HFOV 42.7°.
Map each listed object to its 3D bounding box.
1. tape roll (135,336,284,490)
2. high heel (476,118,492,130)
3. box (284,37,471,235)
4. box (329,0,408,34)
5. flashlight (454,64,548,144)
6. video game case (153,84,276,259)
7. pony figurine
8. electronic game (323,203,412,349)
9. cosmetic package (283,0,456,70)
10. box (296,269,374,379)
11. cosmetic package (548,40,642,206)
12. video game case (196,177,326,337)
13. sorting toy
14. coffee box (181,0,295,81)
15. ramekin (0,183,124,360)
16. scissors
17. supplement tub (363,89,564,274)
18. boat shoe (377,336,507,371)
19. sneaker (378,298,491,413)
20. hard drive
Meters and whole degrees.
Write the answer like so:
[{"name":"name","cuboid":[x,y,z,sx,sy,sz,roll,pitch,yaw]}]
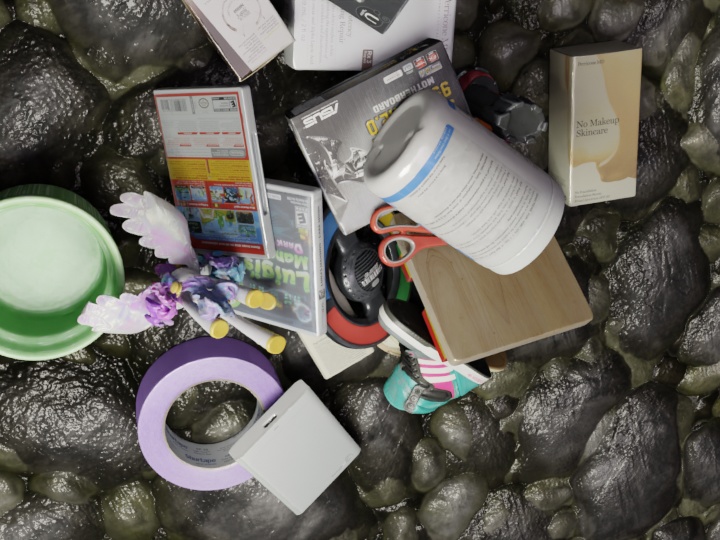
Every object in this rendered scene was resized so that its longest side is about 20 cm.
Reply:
[{"name":"tape roll","cuboid":[-0.199,0.192,1.235,0.199,0.066,0.201,-6,112,-15]},{"name":"high heel","cuboid":[0.156,-0.128,1.222,0.201,0.067,0.096,-58,144,-3]},{"name":"box","cuboid":[0.032,-0.158,1.088,0.199,0.048,0.159,-27,113,-4]},{"name":"box","cuboid":[-0.018,-0.372,0.992,0.199,0.106,0.123,31,73,-9]},{"name":"flashlight","cuboid":[0.162,-0.198,1.107,0.068,0.200,0.068,-40,118,1]},{"name":"video game case","cuboid":[-0.172,-0.115,1.083,0.017,0.142,0.201,-30,119,-50]},{"name":"pony figurine","cuboid":[-0.199,0.020,1.050,0.193,0.199,0.167,23,91,-54]},{"name":"electronic game","cuboid":[0.000,0.000,1.178,0.199,0.041,0.201,2,87,-48]},{"name":"cosmetic package","cuboid":[0.010,-0.292,1.097,0.199,0.074,0.102,-3,112,-14]},{"name":"box","cuboid":[-0.063,0.038,1.210,0.082,0.068,0.201,-29,116,-4]},{"name":"cosmetic package","cuboid":[0.309,-0.195,1.221,0.105,0.071,0.201,-11,114,-11]},{"name":"video game case","cuboid":[-0.128,-0.025,1.114,0.023,0.199,0.183,-31,126,-50]},{"name":"sorting toy","cuboid":[0.156,0.010,1.155,0.198,0.201,0.070,-15,158,-20]},{"name":"coffee box","cuboid":[-0.165,-0.320,1.013,0.080,0.113,0.200,-36,116,0]},{"name":"ramekin","cuboid":[-0.381,-0.005,1.085,0.199,0.098,0.201,-6,113,-14]},{"name":"scissors","cuboid":[0.107,-0.048,1.108,0.199,0.014,0.074,-5,92,-16]},{"name":"supplement tub","cuboid":[0.115,-0.097,1.033,0.199,0.132,0.132,33,100,-22]},{"name":"boat shoe","cuboid":[0.114,0.106,1.296,0.199,0.073,0.065,15,143,-25]},{"name":"sneaker","cuboid":[0.066,0.121,1.202,0.121,0.084,0.200,-41,125,20]},{"name":"hard drive","cuboid":[-0.084,0.245,1.253,0.132,0.026,0.200,-45,141,-10]}]
